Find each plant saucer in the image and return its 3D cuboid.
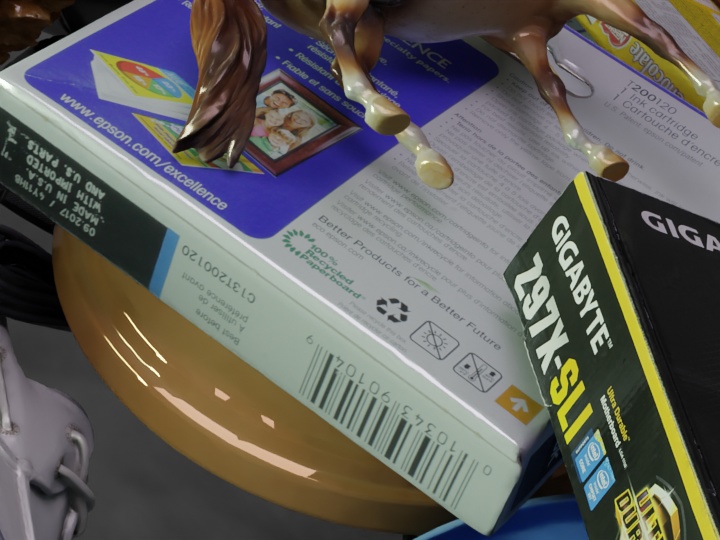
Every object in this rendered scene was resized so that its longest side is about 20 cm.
[{"bbox_3d":[0.000,0.000,0.776,0.200,0.037,0.200,14,39,-11],"label":"plant saucer"}]

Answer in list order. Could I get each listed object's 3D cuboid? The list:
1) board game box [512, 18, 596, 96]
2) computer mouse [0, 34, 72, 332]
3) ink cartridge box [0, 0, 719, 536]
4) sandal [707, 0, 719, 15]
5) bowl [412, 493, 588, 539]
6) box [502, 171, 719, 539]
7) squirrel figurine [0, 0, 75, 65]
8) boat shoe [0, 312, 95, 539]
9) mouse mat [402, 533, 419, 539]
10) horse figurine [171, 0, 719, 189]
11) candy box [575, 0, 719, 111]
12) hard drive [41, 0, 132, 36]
[{"bbox_3d":[0.021,-0.090,0.963,0.153,0.040,0.200,-9,46,-22],"label":"board game box"},{"bbox_3d":[-0.068,-0.027,0.844,0.140,0.046,0.200,25,24,-13],"label":"computer mouse"},{"bbox_3d":[0.015,-0.031,0.755,0.198,0.043,0.200,35,41,15],"label":"ink cartridge box"},{"bbox_3d":[0.158,-0.153,1.034,0.059,0.079,0.207,-18,48,-26],"label":"sandal"},{"bbox_3d":[0.059,0.156,0.655,0.200,0.039,0.201,-9,49,11],"label":"bowl"},{"bbox_3d":[0.147,0.066,0.654,0.200,0.049,0.160,19,35,-25],"label":"box"},{"bbox_3d":[-0.131,-0.164,0.872,0.187,0.142,0.200,-29,58,-14],"label":"squirrel figurine"},{"bbox_3d":[-0.116,0.063,0.749,0.066,0.072,0.200,-12,39,-18],"label":"boat shoe"},{"bbox_3d":[0.112,0.124,0.777,0.200,0.008,0.161,8,42,-6],"label":"mouse mat"},{"bbox_3d":[0.024,-0.079,0.743,0.200,0.050,0.133,-5,46,-32],"label":"horse figurine"},{"bbox_3d":[0.131,-0.086,0.951,0.102,0.026,0.200,9,38,-49],"label":"candy box"},{"bbox_3d":[-0.090,-0.172,0.969,0.135,0.042,0.200,21,57,38],"label":"hard drive"}]
